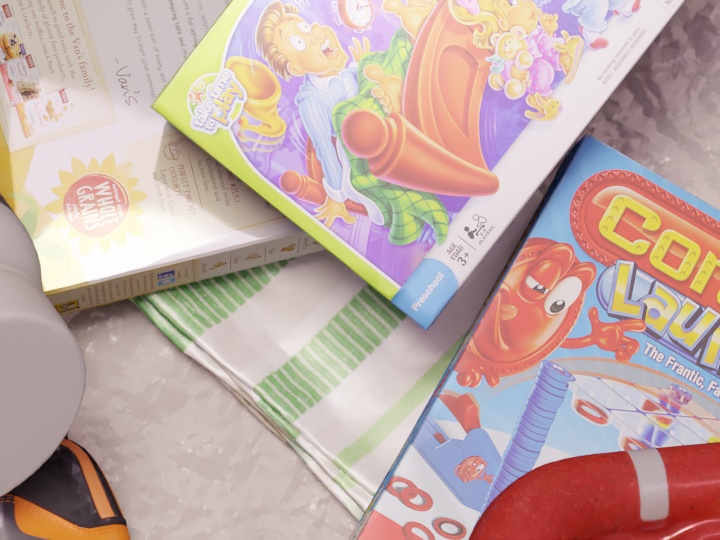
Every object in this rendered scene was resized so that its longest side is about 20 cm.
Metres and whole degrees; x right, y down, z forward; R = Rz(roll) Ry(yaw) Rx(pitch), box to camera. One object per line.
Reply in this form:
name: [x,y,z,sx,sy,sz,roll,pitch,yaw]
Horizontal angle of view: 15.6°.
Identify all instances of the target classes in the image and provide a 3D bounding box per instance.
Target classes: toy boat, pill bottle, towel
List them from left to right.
pill bottle: [-0.188,-0.007,0.981,0.113,0.114,0.200,-33,51,-11]
towel: [0.000,0.000,1.062,0.200,0.023,0.153,41,75,12]
toy boat: [0.131,0.117,0.899,0.199,0.131,0.131,-5,75,-8]

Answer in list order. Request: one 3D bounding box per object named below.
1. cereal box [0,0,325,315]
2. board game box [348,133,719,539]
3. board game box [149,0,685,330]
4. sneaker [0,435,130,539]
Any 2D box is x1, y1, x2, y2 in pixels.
cereal box: [-0.058,-0.072,1.052,0.199,0.040,0.145,-13,74,-8]
board game box: [0.120,0.084,1.004,0.199,0.056,0.197,30,74,2]
board game box: [0.035,-0.097,0.994,0.134,0.045,0.200,38,92,2]
sneaker: [-0.172,0.142,0.983,0.199,0.078,0.112,-31,73,-10]
